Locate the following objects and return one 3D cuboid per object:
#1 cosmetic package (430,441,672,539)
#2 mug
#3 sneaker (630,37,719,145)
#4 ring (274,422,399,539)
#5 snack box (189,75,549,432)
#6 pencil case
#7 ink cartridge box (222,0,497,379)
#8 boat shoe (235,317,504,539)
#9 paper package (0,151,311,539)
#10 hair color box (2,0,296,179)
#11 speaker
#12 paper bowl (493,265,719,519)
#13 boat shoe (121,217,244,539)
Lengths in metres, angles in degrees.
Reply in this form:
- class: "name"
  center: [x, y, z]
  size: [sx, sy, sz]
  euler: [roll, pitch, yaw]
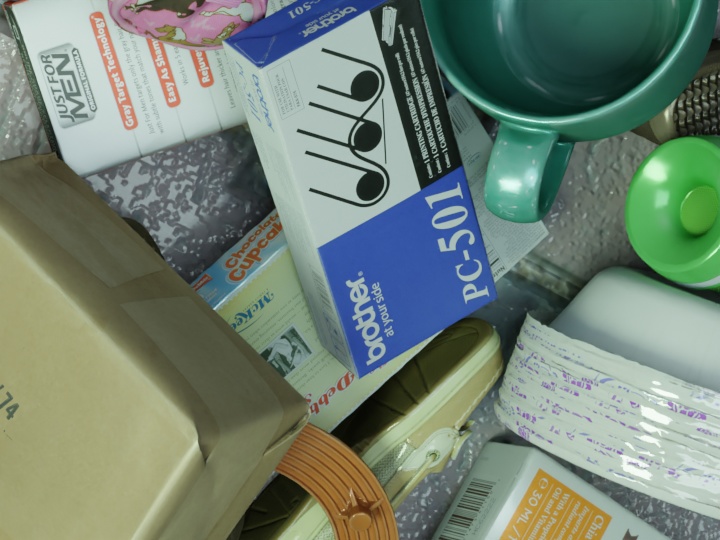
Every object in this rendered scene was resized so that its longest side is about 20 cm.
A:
- class: "cosmetic package"
  center: [0.139, 0.193, 1.350]
  size: [0.200, 0.071, 0.102]
  euler: [34, 78, -17]
- class: "mug"
  center: [0.101, -0.133, 1.232]
  size: [0.185, 0.114, 0.152]
  euler: [-44, 78, 7]
- class: "sneaker"
  center: [0.225, -0.114, 1.336]
  size: [0.199, 0.075, 0.071]
  euler: [-10, 111, -35]
- class: "ring"
  center: [-0.077, 0.160, 1.274]
  size: [0.199, 0.019, 0.201]
  euler: [-2, 120, -3]
- class: "snack box"
  center: [0.000, 0.000, 1.285]
  size: [0.200, 0.037, 0.116]
  euler: [-42, 125, -10]
- class: "pencil case"
  center: [-0.079, -0.213, 1.194]
  size: [0.086, 0.083, 0.201]
  euler: [4, 68, 0]
- class: "ink cartridge box"
  center: [0.003, -0.049, 1.205]
  size: [0.094, 0.044, 0.201]
  euler: [-30, 128, -17]
- class: "boat shoe"
  center: [0.013, 0.112, 1.317]
  size: [0.201, 0.073, 0.063]
  euler: [-47, 113, 0]
- class: "paper package"
  center: [-0.158, 0.077, 1.179]
  size: [0.200, 0.103, 0.191]
  euler: [43, 114, 19]
- class: "hair color box"
  center: [-0.081, -0.128, 1.258]
  size: [0.199, 0.061, 0.102]
  euler: [-19, 102, -11]
- class: "speaker"
  center: [0.234, -0.019, 1.299]
  size: [0.200, 0.088, 0.089]
  euler: [13, 97, -46]
- class: "paper bowl"
  center: [0.181, 0.065, 1.280]
  size: [0.200, 0.201, 0.105]
  euler: [16, 96, -16]
- class: "boat shoe"
  center: [-0.120, 0.067, 1.283]
  size: [0.067, 0.072, 0.201]
  euler: [-13, 113, 22]
